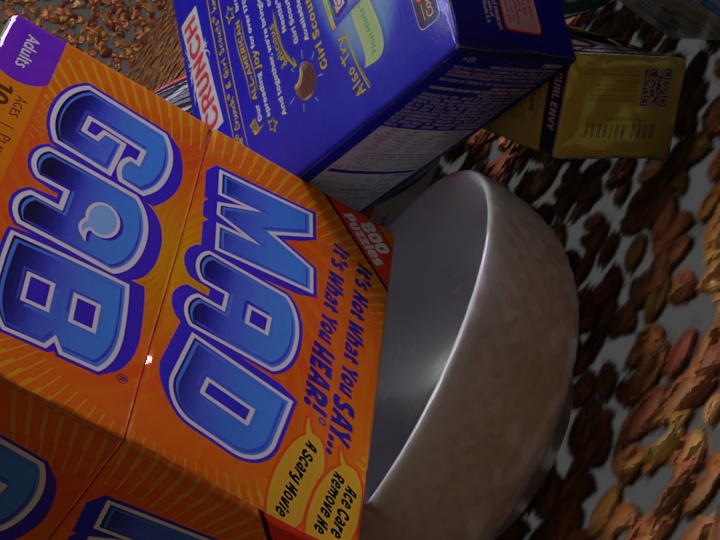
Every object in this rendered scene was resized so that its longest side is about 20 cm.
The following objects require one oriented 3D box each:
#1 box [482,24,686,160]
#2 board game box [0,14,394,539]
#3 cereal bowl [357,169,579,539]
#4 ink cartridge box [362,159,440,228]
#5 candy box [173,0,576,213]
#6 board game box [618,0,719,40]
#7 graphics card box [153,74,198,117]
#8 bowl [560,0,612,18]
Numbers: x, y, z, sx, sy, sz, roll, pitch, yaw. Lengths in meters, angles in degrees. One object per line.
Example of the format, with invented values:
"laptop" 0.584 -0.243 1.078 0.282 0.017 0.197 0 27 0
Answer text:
"box" 0.062 -0.102 0.784 0.200 0.075 0.051 30 117 53
"board game box" -0.126 0.061 0.687 0.200 0.199 0.201 -49 19 34
"cereal bowl" 0.033 0.062 0.708 0.201 0.083 0.201 -53 17 23
"ink cartridge box" 0.000 0.000 0.903 0.161 0.050 0.201 112 175 -51
"candy box" -0.006 -0.128 0.753 0.200 0.076 0.171 -32 63 47
"board game box" 0.163 -0.168 0.687 0.104 0.104 0.200 -58 17 1
"graphics card box" -0.108 -0.059 0.868 0.125 0.051 0.200 -18 17 34
"bowl" 0.101 -0.219 0.886 0.200 0.104 0.203 -6 82 53
